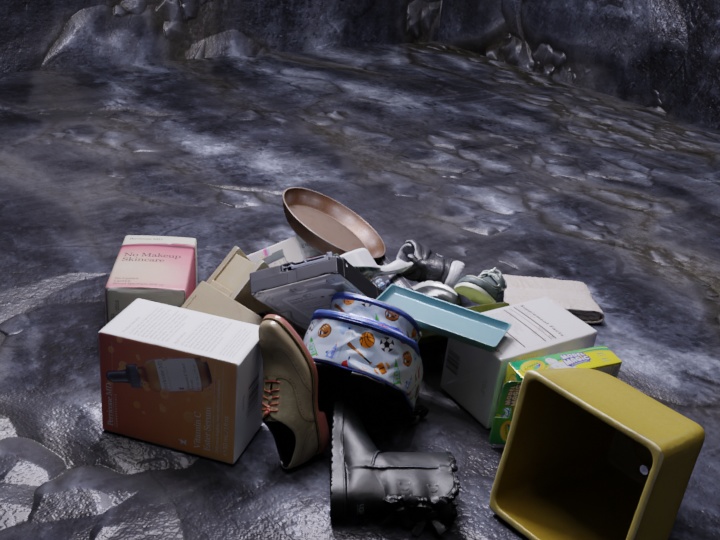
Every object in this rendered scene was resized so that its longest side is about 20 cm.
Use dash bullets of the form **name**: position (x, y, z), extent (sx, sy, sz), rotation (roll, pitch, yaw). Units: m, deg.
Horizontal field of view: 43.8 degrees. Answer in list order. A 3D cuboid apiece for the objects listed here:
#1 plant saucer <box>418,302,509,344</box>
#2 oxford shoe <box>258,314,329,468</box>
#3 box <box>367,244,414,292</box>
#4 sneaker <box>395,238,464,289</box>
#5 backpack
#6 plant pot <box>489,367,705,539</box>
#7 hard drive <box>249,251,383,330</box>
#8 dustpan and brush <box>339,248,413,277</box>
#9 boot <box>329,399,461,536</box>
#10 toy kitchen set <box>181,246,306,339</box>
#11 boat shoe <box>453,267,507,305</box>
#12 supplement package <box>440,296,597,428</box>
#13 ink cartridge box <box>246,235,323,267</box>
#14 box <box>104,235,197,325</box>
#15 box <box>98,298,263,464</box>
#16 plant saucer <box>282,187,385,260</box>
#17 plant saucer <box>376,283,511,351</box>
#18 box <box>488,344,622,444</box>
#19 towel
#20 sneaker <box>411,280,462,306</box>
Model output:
- **plant saucer**: position (0.145, 0.089, 1.438), extent (0.196, 0.032, 0.200), rotation (-11, -9, -2)
- **oxford shoe**: position (-0.097, 0.158, 1.154), extent (0.070, 0.203, 0.074), rotation (-8, 15, 43)
- **box**: position (-0.005, 0.046, 1.484), extent (0.160, 0.050, 0.200), rotation (-30, 28, -5)
- **sneaker**: position (0.116, -0.006, 1.592), extent (0.112, 0.076, 0.200), rotation (26, -4, -1)
- **backpack**: position (0.004, 0.118, 1.244), extent (0.196, 0.157, 0.191), rotation (9, -11, 9)
- **plant pot**: position (0.309, 0.236, 1.095), extent (0.198, 0.199, 0.193), rotation (-5, 25, -42)
- **hard drive**: position (-0.058, 0.036, 1.314), extent (0.137, 0.038, 0.200), rotation (-14, -24, 17)
- **dustpan and brush**: position (0.000, 0.000, 1.400), extent (0.198, 0.058, 0.139), rotation (-23, -4, -34)
- **boot**: position (0.040, 0.245, 1.140), extent (0.159, 0.074, 0.199), rotation (2, 33, -4)
- **toy kitchen set**: position (-0.166, 0.112, 1.379), extent (0.162, 0.181, 0.201), rotation (25, 71, 42)
- **boat shoe**: position (0.203, 0.023, 1.476), extent (0.072, 0.063, 0.200), rotation (20, -3, 20)
- **supplement package**: position (0.239, 0.134, 1.356), extent (0.197, 0.123, 0.120), rotation (-10, 32, -32)
- **ink cartridge box**: position (-0.116, -0.014, 1.521), extent (0.198, 0.068, 0.117), rotation (-20, -4, 29)
- **box**: position (-0.337, 0.033, 1.463), extent (0.125, 0.111, 0.201), rotation (2, 26, -7)
- **box**: position (-0.235, 0.145, 1.196), extent (0.196, 0.155, 0.107), rotation (11, 25, 13)
- **plant saucer**: position (-0.050, -0.070, 1.506), extent (0.198, 0.035, 0.201), rotation (28, 22, -12)
- **plant saucer**: position (0.117, 0.069, 1.303), extent (0.197, 0.019, 0.070), rotation (18, 34, 25)
- **box**: position (0.269, 0.179, 1.275), extent (0.197, 0.119, 0.048), rotation (-8, 34, -27)
- **towel**: position (0.341, 0.050, 1.663), extent (0.196, 0.035, 0.133), rotation (4, 26, -4)
- **sneaker**: position (0.075, 0.072, 1.510), extent (0.197, 0.075, 0.085), rotation (-4, 31, 27)
